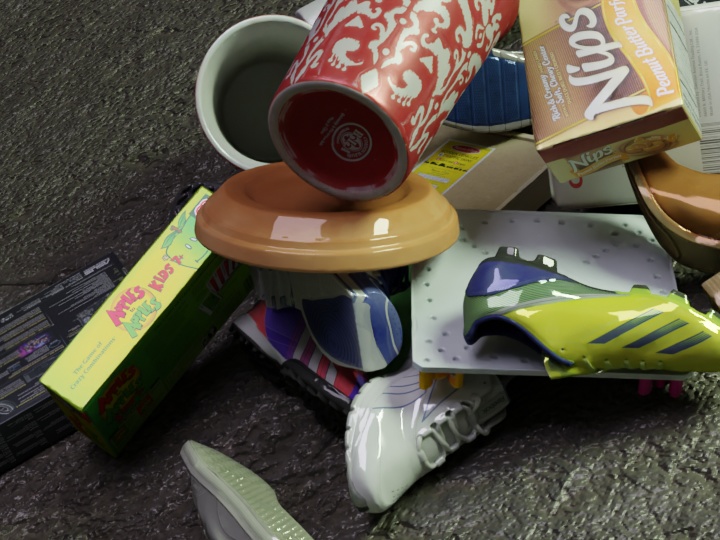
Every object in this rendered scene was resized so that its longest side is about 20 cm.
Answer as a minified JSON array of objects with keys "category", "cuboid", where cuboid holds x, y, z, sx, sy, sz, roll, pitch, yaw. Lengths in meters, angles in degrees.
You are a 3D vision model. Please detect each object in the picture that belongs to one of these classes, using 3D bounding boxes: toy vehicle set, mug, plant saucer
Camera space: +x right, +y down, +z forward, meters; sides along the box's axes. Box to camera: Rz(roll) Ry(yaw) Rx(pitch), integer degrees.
[{"category":"toy vehicle set","cuboid":[0.076,-0.081,1.732,0.199,0.027,0.124,17,47,45]},{"category":"mug","cuboid":[-0.061,-0.133,1.773,0.134,0.177,0.200,-56,3,-2]},{"category":"plant saucer","cuboid":[-0.025,-0.046,1.502,0.198,0.038,0.200,1,19,0]},{"category":"mug","cuboid":[0.024,-0.139,1.476,0.132,0.178,0.201,11,46,19]}]

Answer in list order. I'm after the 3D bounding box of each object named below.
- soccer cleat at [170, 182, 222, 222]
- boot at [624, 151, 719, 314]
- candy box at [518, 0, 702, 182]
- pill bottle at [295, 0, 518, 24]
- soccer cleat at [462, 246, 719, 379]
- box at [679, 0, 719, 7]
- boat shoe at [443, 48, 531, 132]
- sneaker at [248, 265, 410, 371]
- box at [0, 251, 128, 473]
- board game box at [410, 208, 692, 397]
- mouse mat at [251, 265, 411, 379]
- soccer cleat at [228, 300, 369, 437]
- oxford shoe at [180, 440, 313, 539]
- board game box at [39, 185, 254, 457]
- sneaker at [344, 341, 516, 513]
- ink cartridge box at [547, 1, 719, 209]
[{"category":"soccer cleat","cuboid":[-0.067,-0.030,1.703,0.199,0.073,0.069,11,78,33]},{"category":"boot","cuboid":[0.293,-0.058,1.481,0.155,0.077,0.200,-34,52,1]},{"category":"candy box","cuboid":[0.182,-0.177,1.516,0.115,0.055,0.201,-17,59,21]},{"category":"pill bottle","cuboid":[0.045,-0.250,1.917,0.199,0.115,0.114,-27,33,-6]},{"category":"soccer cleat","cuboid":[0.167,0.047,1.406,0.199,0.065,0.084,16,67,11]},{"category":"box","cuboid":[0.299,-0.242,1.712,0.049,0.161,0.200,-45,27,20]},{"category":"boat shoe","cuboid":[0.135,-0.156,1.752,0.198,0.073,0.072,1,4,-5]},{"category":"sneaker","cuboid":[0.000,0.000,1.530,0.114,0.081,0.199,-15,24,-21]},{"category":"box","cuboid":[-0.264,0.078,1.706,0.199,0.044,0.160,-30,34,-11]},{"category":"board game box","cuboid":[0.136,0.022,1.497,0.198,0.026,0.201,2,35,-1]},{"category":"mouse mat","cuboid":[0.015,0.025,1.644,0.160,0.008,0.200,-34,35,-16]},{"category":"soccer cleat","cuboid":[-0.029,0.066,1.552,0.073,0.068,0.200,-40,34,-11]},{"category":"oxford shoe","cuboid":[-0.089,0.180,1.441,0.058,0.075,0.200,-60,32,9]},{"category":"board game box","cuboid":[-0.160,0.041,1.593,0.047,0.102,0.200,32,74,23]},{"category":"sneaker","cuboid":[0.056,0.099,1.458,0.087,0.075,0.200,9,45,33]},{"category":"ink cartridge box","cuboid":[0.248,-0.132,1.581,0.199,0.148,0.083,-4,7,26]}]
